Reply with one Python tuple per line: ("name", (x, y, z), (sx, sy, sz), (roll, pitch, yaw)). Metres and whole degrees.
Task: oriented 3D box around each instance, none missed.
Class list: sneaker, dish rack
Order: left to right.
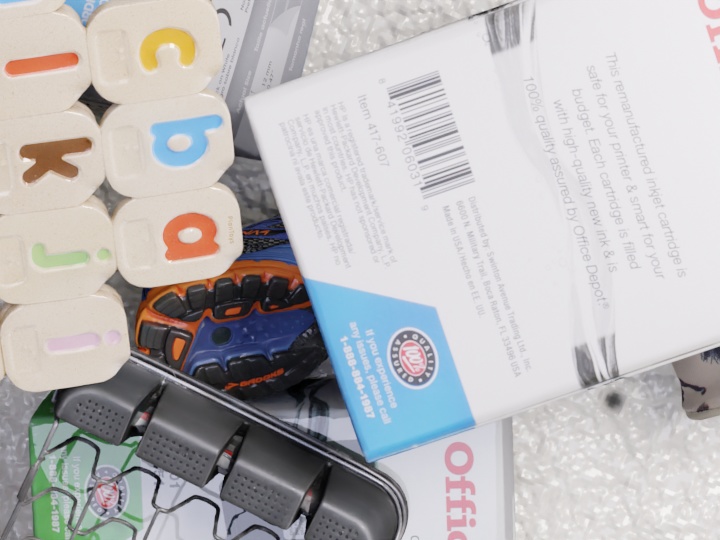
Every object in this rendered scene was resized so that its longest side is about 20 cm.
("dish rack", (-0.087, 0.147, 1.074), (0.153, 0.055, 0.201), (26, 101, 2))
("sneaker", (0.000, 0.000, 1.124), (0.198, 0.079, 0.076), (-4, 120, -12))

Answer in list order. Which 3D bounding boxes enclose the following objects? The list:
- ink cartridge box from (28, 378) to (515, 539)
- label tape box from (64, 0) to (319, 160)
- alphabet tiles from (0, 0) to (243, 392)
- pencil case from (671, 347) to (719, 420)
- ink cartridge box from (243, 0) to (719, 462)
("ink cartridge box", (-0.033, 0.122, 1.134), (0.198, 0.083, 0.148), (-2, 97, 4))
("label tape box", (-0.086, -0.135, 1.036), (0.066, 0.200, 0.144), (12, 85, 28))
("alphabet tiles", (-0.144, -0.039, 0.987), (0.194, 0.015, 0.201), (-9, 122, -6))
("pencil case", (0.144, -0.042, 1.103), (0.089, 0.078, 0.201), (-13, 98, 48))
("ink cartridge box", (0.073, -0.031, 1.025), (0.199, 0.084, 0.147), (-18, 93, 4))
